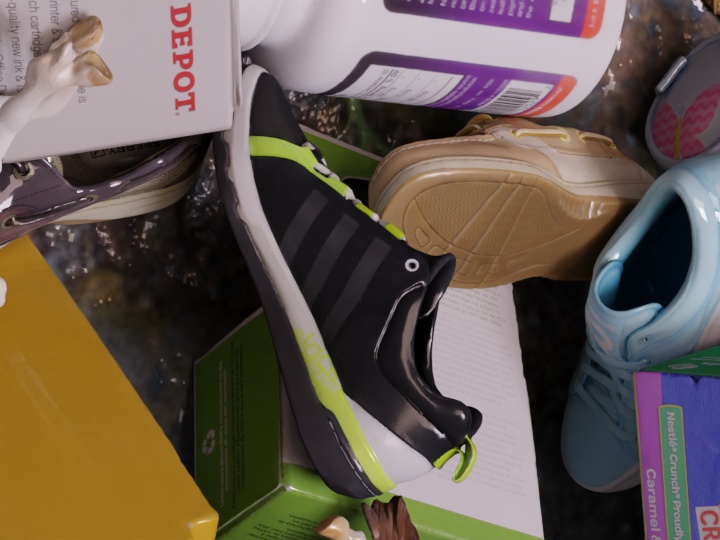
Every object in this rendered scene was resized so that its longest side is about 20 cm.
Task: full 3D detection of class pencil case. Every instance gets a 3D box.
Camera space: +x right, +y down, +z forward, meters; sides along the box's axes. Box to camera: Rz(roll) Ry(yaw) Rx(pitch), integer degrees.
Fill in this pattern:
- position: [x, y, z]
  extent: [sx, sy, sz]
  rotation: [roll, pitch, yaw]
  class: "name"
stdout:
- position: [0.239, -0.042, 1.237]
  extent: [0.200, 0.091, 0.083]
  rotation: [33, 111, -29]
  class: "pencil case"

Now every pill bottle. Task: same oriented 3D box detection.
- position: [0.011, -0.132, 1.085]
  extent: [0.200, 0.111, 0.112]
  rotation: [4, 91, -32]
  class: "pill bottle"

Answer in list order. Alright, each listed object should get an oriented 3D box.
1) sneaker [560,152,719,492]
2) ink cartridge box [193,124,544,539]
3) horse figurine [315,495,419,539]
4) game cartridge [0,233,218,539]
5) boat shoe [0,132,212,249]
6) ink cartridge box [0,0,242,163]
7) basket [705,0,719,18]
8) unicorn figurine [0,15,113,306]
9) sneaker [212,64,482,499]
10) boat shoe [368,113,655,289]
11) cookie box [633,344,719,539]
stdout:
- position: [0.130, 0.025, 1.156]
  extent: [0.082, 0.074, 0.200]
  rotation: [-4, 126, -40]
  class: "sneaker"
- position: [0.001, 0.046, 1.121]
  extent: [0.148, 0.076, 0.200]
  rotation: [20, 49, -31]
  class: "ink cartridge box"
- position: [-0.025, 0.185, 0.978]
  extent: [0.200, 0.050, 0.133]
  rotation: [-44, 115, -20]
  class: "horse figurine"
- position: [-0.173, 0.065, 0.944]
  extent: [0.176, 0.200, 0.032]
  rotation: [-11, 135, -31]
  class: "game cartridge"
- position: [-0.146, -0.047, 1.008]
  extent: [0.200, 0.065, 0.072]
  rotation: [-13, 66, -34]
  class: "boat shoe"
- position: [-0.152, -0.119, 0.931]
  extent: [0.199, 0.084, 0.146]
  rotation: [-10, 134, -12]
  class: "ink cartridge box"
- position: [0.225, -0.177, 1.162]
  extent: [0.142, 0.200, 0.149]
  rotation: [7, 90, -33]
  class: "basket"
- position: [-0.161, -0.053, 0.889]
  extent: [0.137, 0.074, 0.200]
  rotation: [-35, 117, 15]
  class: "unicorn figurine"
- position: [0.000, 0.000, 1.021]
  extent: [0.083, 0.072, 0.201]
  rotation: [-21, 78, 9]
  class: "sneaker"
- position: [0.068, -0.038, 1.141]
  extent: [0.200, 0.069, 0.074]
  rotation: [7, 130, -48]
  class: "boat shoe"
- position: [0.214, 0.115, 1.139]
  extent: [0.200, 0.075, 0.172]
  rotation: [-11, 99, -52]
  class: "cookie box"
